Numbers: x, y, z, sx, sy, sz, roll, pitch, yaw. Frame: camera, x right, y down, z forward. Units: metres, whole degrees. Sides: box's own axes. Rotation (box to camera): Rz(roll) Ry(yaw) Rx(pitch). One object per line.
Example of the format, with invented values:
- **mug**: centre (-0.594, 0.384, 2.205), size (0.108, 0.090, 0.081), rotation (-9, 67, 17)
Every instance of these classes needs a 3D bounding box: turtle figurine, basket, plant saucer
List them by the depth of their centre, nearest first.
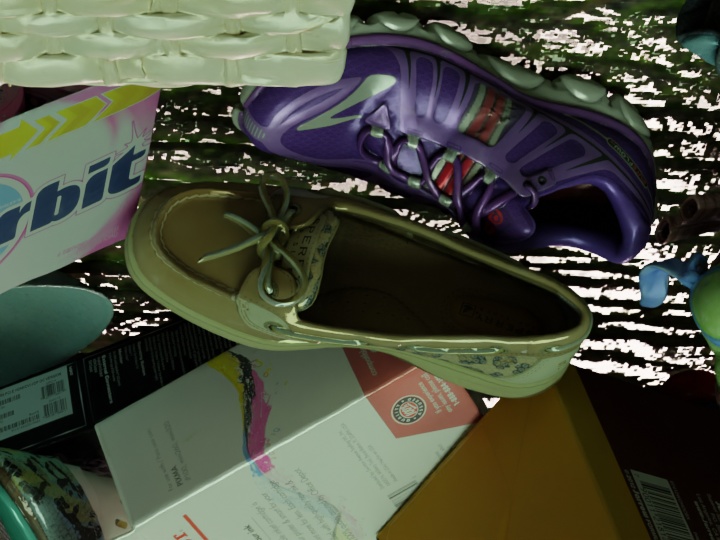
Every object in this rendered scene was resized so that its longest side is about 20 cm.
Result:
- **basket**: centre (-0.095, -0.148, 0.955), size (0.200, 0.123, 0.136), rotation (0, 139, -7)
- **turtle figurine**: centre (0.231, 0.039, 1.153), size (0.200, 0.194, 0.144), rotation (14, 105, 25)
- **plant saucer**: centre (-0.213, 0.030, 1.182), size (0.201, 0.039, 0.201), rotation (-17, 166, -4)

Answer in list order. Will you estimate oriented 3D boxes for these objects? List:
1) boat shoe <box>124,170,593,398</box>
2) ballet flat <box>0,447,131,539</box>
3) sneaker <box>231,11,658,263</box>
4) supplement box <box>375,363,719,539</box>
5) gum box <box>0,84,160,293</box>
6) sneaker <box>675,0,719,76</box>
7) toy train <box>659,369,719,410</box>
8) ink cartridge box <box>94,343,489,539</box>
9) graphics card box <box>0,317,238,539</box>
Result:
- **boat shoe**: centre (0.000, 0.000, 1.101), size (0.200, 0.073, 0.063), rotation (12, 162, -6)
- **ballet flat**: centre (-0.132, 0.135, 1.244), size (0.074, 0.074, 0.200), rotation (-7, 143, 1)
- **sneaker**: centre (0.043, -0.051, 1.121), size (0.200, 0.083, 0.081), rotation (11, 137, -19)
- **supplement box**: centre (0.145, 0.171, 1.165), size (0.200, 0.197, 0.133), rotation (18, 125, -34)
- **gum box**: centre (-0.173, -0.040, 1.053), size (0.200, 0.066, 0.114), rotation (-26, 151, -32)
- **sneaker**: centre (0.183, -0.107, 1.094), size (0.095, 0.079, 0.200), rotation (-10, 133, 19)
- **toy train**: centre (0.168, 0.112, 1.341), size (0.200, 0.085, 0.116), rotation (2, 150, -10)
- **ink cartridge box**: centre (-0.041, 0.093, 1.200), size (0.200, 0.068, 0.116), rotation (-29, 140, 4)
- **graphics card box**: centre (-0.092, 0.084, 1.274), size (0.200, 0.051, 0.125), rotation (-22, 141, 8)
